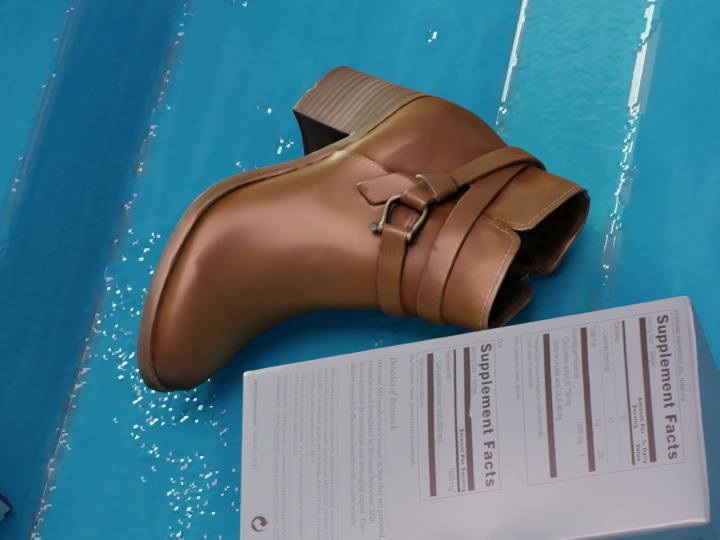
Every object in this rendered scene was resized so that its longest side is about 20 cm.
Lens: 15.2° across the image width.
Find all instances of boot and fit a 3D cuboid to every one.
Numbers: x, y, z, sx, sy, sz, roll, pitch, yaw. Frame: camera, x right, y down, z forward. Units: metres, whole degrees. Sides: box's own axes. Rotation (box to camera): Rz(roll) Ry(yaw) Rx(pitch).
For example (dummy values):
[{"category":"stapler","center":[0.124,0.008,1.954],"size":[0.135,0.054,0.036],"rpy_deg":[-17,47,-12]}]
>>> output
[{"category":"boot","center":[0.000,0.000,1.275],"size":[0.154,0.074,0.200],"rpy_deg":[28,73,29]}]

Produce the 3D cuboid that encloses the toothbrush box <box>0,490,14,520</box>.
[{"category":"toothbrush box","center":[-0.287,0.075,1.298],"size":[0.146,0.085,0.200],"rpy_deg":[-37,66,-6]}]

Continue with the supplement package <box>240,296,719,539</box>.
[{"category":"supplement package","center":[0.059,0.099,1.156],"size":[0.199,0.114,0.110],"rpy_deg":[-10,55,13]}]
